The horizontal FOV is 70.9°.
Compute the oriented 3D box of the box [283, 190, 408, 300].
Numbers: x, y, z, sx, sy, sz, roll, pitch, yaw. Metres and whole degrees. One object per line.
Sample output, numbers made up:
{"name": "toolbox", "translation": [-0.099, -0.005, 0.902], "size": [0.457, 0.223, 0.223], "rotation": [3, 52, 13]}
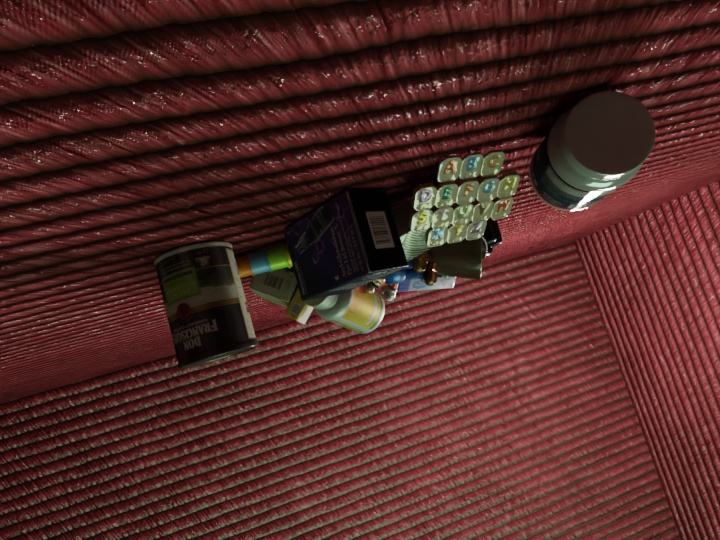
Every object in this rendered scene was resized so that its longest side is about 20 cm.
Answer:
{"name": "box", "translation": [-0.032, -0.042, 0.922], "size": [0.104, 0.149, 0.200], "rotation": [-9, 168, -45]}

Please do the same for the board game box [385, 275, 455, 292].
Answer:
{"name": "board game box", "translation": [0.132, -0.003, 1.439], "size": [0.198, 0.044, 0.200], "rotation": [-2, -156, -34]}

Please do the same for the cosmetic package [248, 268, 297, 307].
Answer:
{"name": "cosmetic package", "translation": [-0.206, 0.041, 1.268], "size": [0.103, 0.073, 0.200], "rotation": [19, 169, 1]}

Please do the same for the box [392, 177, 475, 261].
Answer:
{"name": "box", "translation": [0.122, -0.091, 0.965], "size": [0.200, 0.069, 0.082], "rotation": [-31, 139, 10]}

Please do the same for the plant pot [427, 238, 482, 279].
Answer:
{"name": "plant pot", "translation": [0.162, -0.071, 1.126], "size": [0.199, 0.188, 0.187], "rotation": [-1, 175, 9]}

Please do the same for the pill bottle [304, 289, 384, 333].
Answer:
{"name": "pill bottle", "translation": [-0.040, 0.072, 1.186], "size": [0.112, 0.113, 0.200], "rotation": [-21, 149, 30]}

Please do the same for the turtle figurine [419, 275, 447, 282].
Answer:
{"name": "turtle figurine", "translation": [0.130, -0.027, 1.282], "size": [0.149, 0.101, 0.200], "rotation": [-30, -148, -23]}

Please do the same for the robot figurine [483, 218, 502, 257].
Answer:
{"name": "robot figurine", "translation": [0.297, -0.078, 1.437], "size": [0.200, 0.150, 0.125], "rotation": [-22, -148, 32]}

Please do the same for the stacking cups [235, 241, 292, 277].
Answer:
{"name": "stacking cups", "translation": [-0.209, -0.015, 1.064], "size": [0.199, 0.061, 0.061], "rotation": [-16, 172, 3]}

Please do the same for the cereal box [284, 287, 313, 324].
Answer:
{"name": "cereal box", "translation": [-0.132, 0.062, 1.278], "size": [0.039, 0.144, 0.200], "rotation": [27, 171, 3]}

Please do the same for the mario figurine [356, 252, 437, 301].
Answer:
{"name": "mario figurine", "translation": [0.059, 0.019, 1.079], "size": [0.199, 0.124, 0.106], "rotation": [-8, -163, 38]}

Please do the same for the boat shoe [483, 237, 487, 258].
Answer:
{"name": "boat shoe", "translation": [0.271, -0.076, 1.299], "size": [0.074, 0.061, 0.200], "rotation": [-22, 137, 25]}

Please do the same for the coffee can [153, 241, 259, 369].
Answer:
{"name": "coffee can", "translation": [-0.284, 0.064, 0.934], "size": [0.146, 0.201, 0.146], "rotation": [-17, 172, -2]}

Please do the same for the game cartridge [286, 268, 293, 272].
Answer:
{"name": "game cartridge", "translation": [-0.091, -0.023, 1.350], "size": [0.199, 0.041, 0.133], "rotation": [-20, 175, 20]}

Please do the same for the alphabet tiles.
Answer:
{"name": "alphabet tiles", "translation": [0.184, -0.121, 0.899], "size": [0.199, 0.015, 0.196], "rotation": [-10, 136, -13]}

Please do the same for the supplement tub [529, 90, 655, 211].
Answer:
{"name": "supplement tub", "translation": [0.357, -0.181, 0.800], "size": [0.140, 0.141, 0.200], "rotation": [-17, 172, 4]}
